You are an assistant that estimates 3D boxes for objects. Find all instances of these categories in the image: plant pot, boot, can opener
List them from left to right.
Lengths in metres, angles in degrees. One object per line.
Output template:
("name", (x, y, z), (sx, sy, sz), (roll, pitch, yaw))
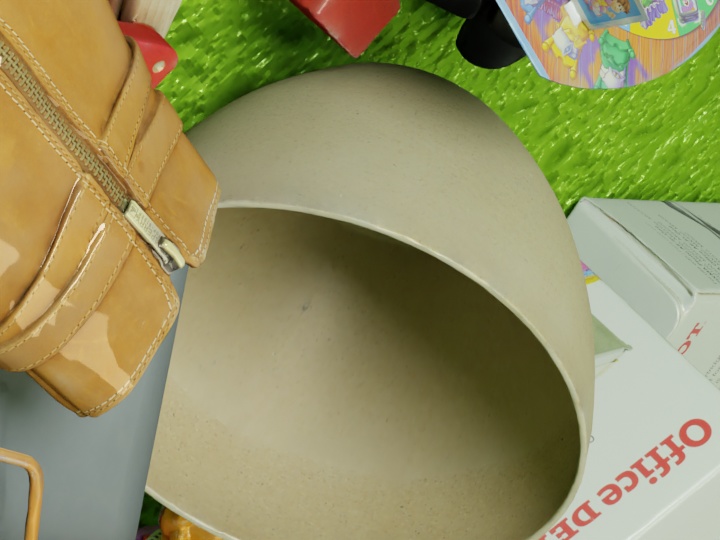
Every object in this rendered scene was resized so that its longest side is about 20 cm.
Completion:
("boot", (-0.090, -0.071, 0.794), (0.155, 0.074, 0.200), (41, 65, -30))
("plant pot", (0.000, 0.000, 1.039), (0.200, 0.200, 0.135), (98, 8, -49))
("can opener", (0.058, -0.110, 1.022), (0.063, 0.079, 0.200), (-62, 178, 0))

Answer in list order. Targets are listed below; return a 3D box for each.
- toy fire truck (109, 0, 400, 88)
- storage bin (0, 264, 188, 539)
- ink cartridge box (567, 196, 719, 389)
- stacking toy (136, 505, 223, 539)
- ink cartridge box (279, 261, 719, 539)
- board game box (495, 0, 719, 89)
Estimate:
("toy fire truck", (-0.075, -0.097, 0.918), (0.141, 0.049, 0.200), (-45, 152, -1))
("storage bin", (-0.142, 0.025, 0.839), (0.200, 0.145, 0.135), (18, 85, -38))
("ink cartridge box", (0.147, 0.043, 1.379), (0.200, 0.083, 0.145), (1, 128, -54))
("stacking toy", (-0.082, 0.155, 1.216), (0.116, 0.110, 0.200), (-33, 143, -54))
("ink cartridge box", (0.051, 0.064, 1.147), (0.144, 0.200, 0.085), (-37, 152, -16))
("board game box", (0.081, -0.163, 0.909), (0.039, 0.200, 0.158), (-11, -153, 48))
